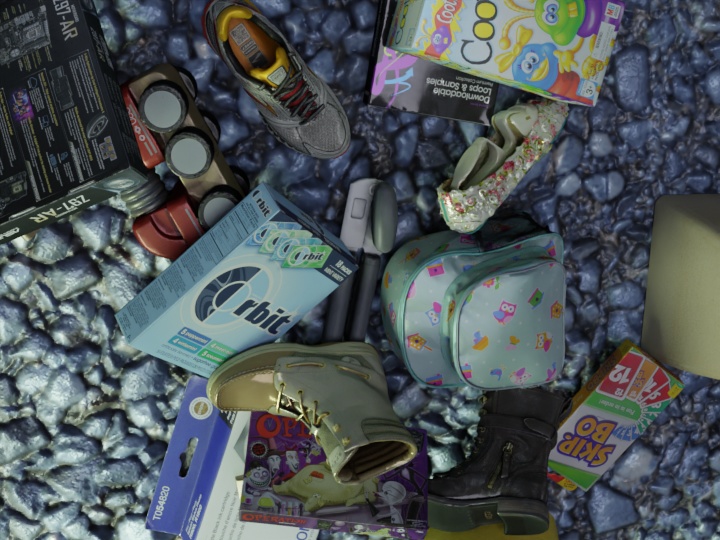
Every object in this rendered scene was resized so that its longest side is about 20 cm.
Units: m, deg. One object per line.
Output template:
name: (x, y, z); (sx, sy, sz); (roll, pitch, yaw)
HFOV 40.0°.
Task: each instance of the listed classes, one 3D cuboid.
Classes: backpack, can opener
backpack: (0.124, 0.042, 1.075); (0.196, 0.154, 0.179); (-7, 114, -7)
can opener: (0.000, 0.000, 1.074); (0.052, 0.067, 0.204); (7, 105, -15)

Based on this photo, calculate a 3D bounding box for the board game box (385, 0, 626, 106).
board game box: (0.140, -0.241, 0.975); (0.196, 0.103, 0.107); (13, 100, -15)

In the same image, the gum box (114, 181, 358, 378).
gum box: (-0.120, 0.020, 1.004); (0.199, 0.045, 0.170); (-40, 148, 10)

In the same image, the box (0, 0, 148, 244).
box: (-0.298, -0.147, 0.903); (0.158, 0.044, 0.203); (-22, 77, 6)

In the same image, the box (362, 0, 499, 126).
box: (0.087, -0.262, 1.033); (0.140, 0.036, 0.204); (7, 103, -14)

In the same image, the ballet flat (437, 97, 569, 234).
ballet flat: (0.151, -0.126, 1.045); (0.201, 0.075, 0.064); (-52, 125, -17)

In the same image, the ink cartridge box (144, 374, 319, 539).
ink cartridge box: (-0.126, 0.236, 1.130); (0.197, 0.041, 0.203); (15, 102, -17)

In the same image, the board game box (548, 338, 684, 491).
board game box: (0.293, 0.185, 1.208); (0.095, 0.030, 0.201); (33, 109, -19)

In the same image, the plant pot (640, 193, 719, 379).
plant pot: (0.459, 0.029, 1.134); (0.196, 0.177, 0.204); (-3, 107, -12)

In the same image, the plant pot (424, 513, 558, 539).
plant pot: (0.159, 0.340, 1.166); (0.199, 0.199, 0.144); (34, 70, -20)

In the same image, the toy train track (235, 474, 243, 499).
toy train track: (-0.041, 0.222, 1.108); (0.196, 0.033, 0.117); (-12, 110, -14)

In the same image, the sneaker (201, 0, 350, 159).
sneaker: (-0.084, -0.186, 0.990); (0.078, 0.082, 0.200); (-44, 112, 3)

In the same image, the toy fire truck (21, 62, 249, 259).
toy fire truck: (-0.228, -0.080, 0.977); (0.197, 0.129, 0.178); (-25, 111, 8)

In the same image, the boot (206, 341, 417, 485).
boot: (-0.051, 0.150, 1.026); (0.196, 0.156, 0.073); (-5, 130, -19)

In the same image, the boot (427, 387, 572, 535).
boot: (0.139, 0.205, 1.132); (0.196, 0.176, 0.070); (5, 143, 11)

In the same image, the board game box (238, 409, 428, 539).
board game box: (-0.026, 0.216, 1.053); (0.196, 0.121, 0.033); (7, 137, -6)
